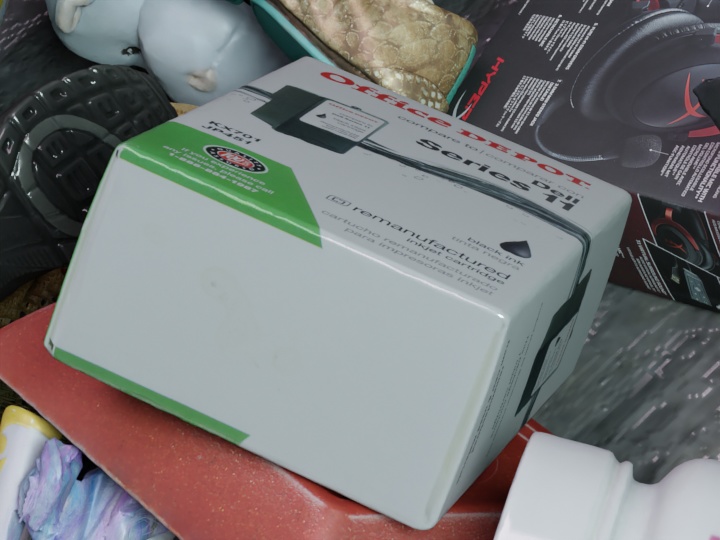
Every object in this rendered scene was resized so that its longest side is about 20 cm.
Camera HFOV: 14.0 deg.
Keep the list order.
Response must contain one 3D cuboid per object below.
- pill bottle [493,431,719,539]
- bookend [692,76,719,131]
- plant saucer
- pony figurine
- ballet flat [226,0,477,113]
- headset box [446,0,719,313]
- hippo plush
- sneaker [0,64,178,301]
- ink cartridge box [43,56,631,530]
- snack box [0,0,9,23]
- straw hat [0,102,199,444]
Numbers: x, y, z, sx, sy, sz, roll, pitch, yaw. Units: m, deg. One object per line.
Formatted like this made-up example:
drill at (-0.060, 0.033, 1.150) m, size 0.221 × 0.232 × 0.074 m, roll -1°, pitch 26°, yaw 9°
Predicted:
pill bottle at (0.135, 0.125, 0.921) m, size 0.200 × 0.113 × 0.114 m, roll 17°, pitch 58°, yaw 6°
bookend at (0.250, -0.041, 0.959) m, size 0.199 × 0.092 × 0.200 m, roll -43°, pitch 71°, yaw 29°
plant saucer at (-0.005, 0.061, 1.046) m, size 0.200 × 0.199 × 0.037 m, roll 35°, pitch 112°, yaw 42°
pony figurine at (-0.138, 0.151, 1.019) m, size 0.193 × 0.166 × 0.200 m, roll 7°, pitch 66°, yaw 55°
ballet flat at (-0.031, -0.129, 1.173) m, size 0.200 × 0.071 × 0.065 m, roll 42°, pitch 79°, yaw 17°
headset box at (0.151, -0.063, 1.146) m, size 0.200 × 0.075 × 0.149 m, roll 16°, pitch 61°, yaw 35°
hippo plush at (-0.068, -0.157, 1.263) m, size 0.200 × 0.159 × 0.161 m, roll 35°, pitch 83°, yaw 5°
sneaker at (-0.152, -0.015, 1.117) m, size 0.200 × 0.076 × 0.091 m, roll -39°, pitch 21°, yaw -31°
ink cartridge box at (0.000, 0.000, 1.030) m, size 0.146 × 0.083 × 0.200 m, roll 23°, pitch 18°, yaw 10°
snack box at (-0.177, -0.141, 1.254) m, size 0.068 × 0.169 × 0.200 m, roll 20°, pitch 93°, yaw -7°
straw hat at (-0.120, 0.022, 1.189) m, size 0.201 × 0.085 × 0.201 m, roll -19°, pitch 30°, yaw 11°
